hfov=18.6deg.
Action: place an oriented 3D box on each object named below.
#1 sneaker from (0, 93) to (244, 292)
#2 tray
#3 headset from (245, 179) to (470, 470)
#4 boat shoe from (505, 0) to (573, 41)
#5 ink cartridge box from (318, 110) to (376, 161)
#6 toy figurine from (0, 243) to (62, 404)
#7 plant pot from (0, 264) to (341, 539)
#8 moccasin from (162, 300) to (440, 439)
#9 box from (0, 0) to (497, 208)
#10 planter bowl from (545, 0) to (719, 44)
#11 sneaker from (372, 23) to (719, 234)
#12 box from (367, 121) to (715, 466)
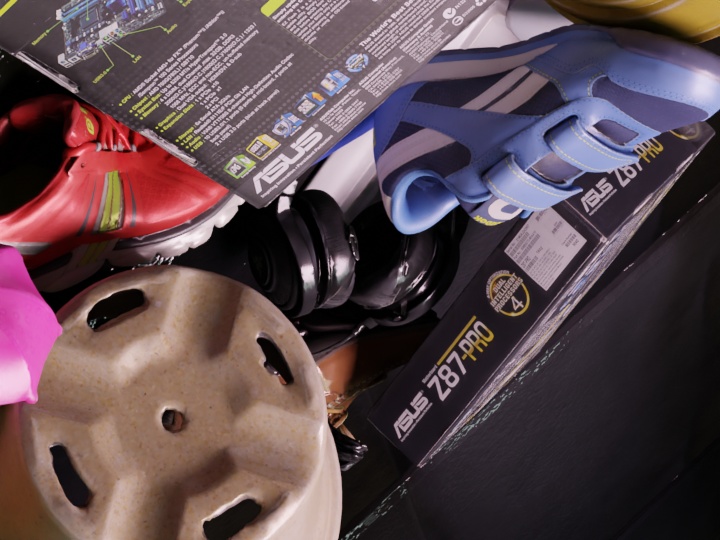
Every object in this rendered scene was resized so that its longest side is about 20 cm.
[{"bbox_3d":[-0.120,-0.046,0.977,0.199,0.077,0.085,-30,145,-32],"label":"sneaker"},{"bbox_3d":[0.035,-0.079,1.230,0.200,0.022,0.107,-53,154,12],"label":"tray"},{"bbox_3d":[0.000,0.000,1.171,0.123,0.094,0.202,6,109,-34],"label":"headset"},{"bbox_3d":[0.125,-0.143,1.138,0.200,0.071,0.068,20,81,-71],"label":"boat shoe"},{"bbox_3d":[-0.013,-0.139,1.039,0.094,0.044,0.201,-33,151,-27],"label":"ink cartridge box"},{"bbox_3d":[-0.199,0.060,0.904,0.184,0.150,0.200,-40,172,6],"label":"toy figurine"},{"bbox_3d":[-0.091,0.086,1.002,0.200,0.201,0.184,-38,174,-18],"label":"plant pot"},{"bbox_3d":[-0.034,0.066,1.256,0.201,0.073,0.078,-25,123,-40],"label":"moccasin"},{"bbox_3d":[-0.039,-0.136,0.875,0.200,0.048,0.193,-41,132,20],"label":"box"},{"bbox_3d":[0.101,-0.191,0.955,0.083,0.200,0.201,-19,143,-46],"label":"planter bowl"},{"bbox_3d":[0.087,-0.063,1.027,0.074,0.199,0.083,23,68,-44],"label":"sneaker"},{"bbox_3d":[0.101,0.003,1.225,0.161,0.049,0.200,-36,166,-50],"label":"box"}]
